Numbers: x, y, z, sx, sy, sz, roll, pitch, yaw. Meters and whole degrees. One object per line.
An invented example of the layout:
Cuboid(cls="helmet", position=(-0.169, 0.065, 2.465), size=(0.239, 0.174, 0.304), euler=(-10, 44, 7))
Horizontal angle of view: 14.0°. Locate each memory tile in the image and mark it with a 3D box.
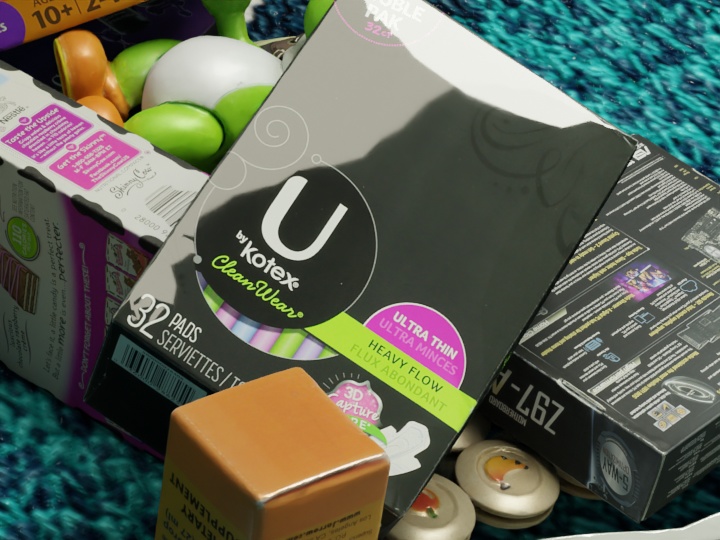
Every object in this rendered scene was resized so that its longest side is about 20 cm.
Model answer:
Cuboid(cls="memory tile", position=(0.056, 0.061, 1.378), size=(0.199, 0.017, 0.153), euler=(-17, 47, -34))

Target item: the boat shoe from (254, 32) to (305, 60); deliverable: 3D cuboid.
Cuboid(cls="boat shoe", position=(-0.018, -0.107, 1.644), size=(0.065, 0.074, 0.200), euler=(-17, 9, 45))

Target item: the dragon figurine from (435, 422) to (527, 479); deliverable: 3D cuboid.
Cuboid(cls="dragon figurine", position=(0.040, 0.064, 1.431), size=(0.099, 0.059, 0.200), euler=(16, 37, 3))

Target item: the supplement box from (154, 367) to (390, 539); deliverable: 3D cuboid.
Cuboid(cls="supplement box", position=(-0.043, 0.141, 1.171), size=(0.069, 0.201, 0.067), euler=(-20, 44, -32))

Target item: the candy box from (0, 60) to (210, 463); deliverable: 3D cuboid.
Cuboid(cls="candy box", position=(-0.135, -0.006, 1.414), size=(0.199, 0.137, 0.061), euler=(29, 46, 24))

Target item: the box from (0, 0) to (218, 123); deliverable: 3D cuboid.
Cuboid(cls="box", position=(-0.166, -0.104, 1.613), size=(0.140, 0.079, 0.200), euler=(17, 34, 14))

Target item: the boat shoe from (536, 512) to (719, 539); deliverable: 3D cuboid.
Cuboid(cls="boat shoe", position=(0.116, 0.149, 1.323), size=(0.199, 0.076, 0.061), euler=(-9, 77, -4))

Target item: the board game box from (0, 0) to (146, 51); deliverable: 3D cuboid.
Cuboid(cls="board game box", position=(-0.136, -0.257, 1.512), size=(0.199, 0.201, 0.200), euler=(-17, 20, 15))

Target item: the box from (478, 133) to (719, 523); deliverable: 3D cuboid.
Cuboid(cls="box", position=(0.133, 0.021, 1.402), size=(0.160, 0.044, 0.200), euler=(34, 41, 24))

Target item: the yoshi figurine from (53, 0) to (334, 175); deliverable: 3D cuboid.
Cuboid(cls="yoshi figurine", position=(-0.049, -0.105, 1.463), size=(0.199, 0.113, 0.112), euler=(-9, 2, -8))

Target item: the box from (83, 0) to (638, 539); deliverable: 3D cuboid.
Cuboid(cls="box", position=(-0.002, 0.001, 1.262), size=(0.148, 0.124, 0.200), euler=(34, 68, 1))
